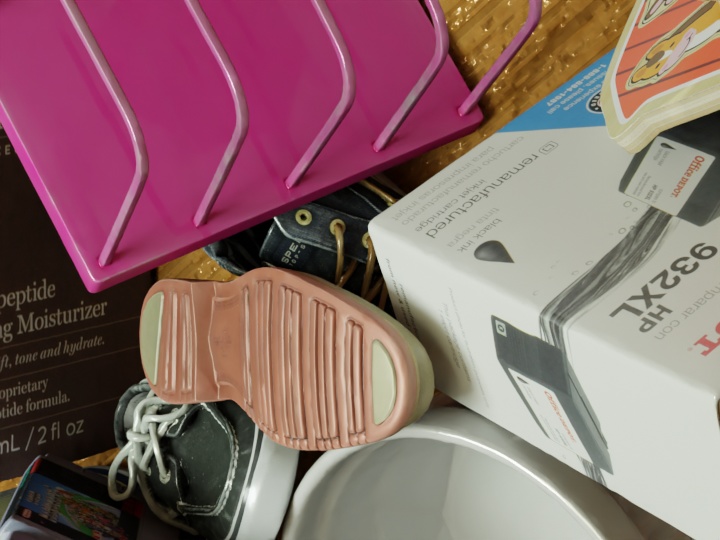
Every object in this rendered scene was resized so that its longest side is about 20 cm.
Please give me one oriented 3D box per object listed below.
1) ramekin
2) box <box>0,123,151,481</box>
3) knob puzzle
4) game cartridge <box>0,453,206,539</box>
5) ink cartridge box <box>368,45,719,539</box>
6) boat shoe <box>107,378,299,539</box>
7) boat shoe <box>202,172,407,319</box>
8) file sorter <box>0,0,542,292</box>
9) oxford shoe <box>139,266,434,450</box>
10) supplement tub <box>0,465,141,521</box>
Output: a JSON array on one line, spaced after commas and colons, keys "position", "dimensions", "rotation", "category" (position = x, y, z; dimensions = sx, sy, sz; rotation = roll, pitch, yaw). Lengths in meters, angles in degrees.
[{"position": [0.073, 0.136, 0.958], "dimensions": [0.199, 0.105, 0.202], "rotation": [18, 121, 33], "category": "ramekin"}, {"position": [-0.216, -0.009, 1.136], "dimensions": [0.163, 0.165, 0.202], "rotation": [9, 103, 36], "category": "box"}, {"position": [0.143, -0.129, 0.843], "dimensions": [0.030, 0.220, 0.220], "rotation": [37, 124, -11], "category": "knob puzzle"}, {"position": [-0.097, 0.132, 1.005], "dimensions": [0.129, 0.200, 0.039], "rotation": [29, 94, -6], "category": "game cartridge"}, {"position": [0.122, 0.006, 0.852], "dimensions": [0.200, 0.145, 0.084], "rotation": [28, 145, 49], "category": "ink cartridge box"}, {"position": [-0.077, 0.081, 1.041], "dimensions": [0.199, 0.068, 0.074], "rotation": [-143, 70, -74], "category": "boat shoe"}, {"position": [0.000, 0.000, 1.020], "dimensions": [0.200, 0.091, 0.071], "rotation": [36, 117, 27], "category": "boat shoe"}, {"position": [-0.046, -0.109, 0.947], "dimensions": [0.140, 0.199, 0.125], "rotation": [61, 155, 12], "category": "file sorter"}, {"position": [-0.019, 0.031, 0.946], "dimensions": [0.200, 0.073, 0.071], "rotation": [14, 103, 57], "category": "oxford shoe"}, {"position": [-0.176, 0.184, 1.116], "dimensions": [0.144, 0.199, 0.146], "rotation": [7, 102, 36], "category": "supplement tub"}]
